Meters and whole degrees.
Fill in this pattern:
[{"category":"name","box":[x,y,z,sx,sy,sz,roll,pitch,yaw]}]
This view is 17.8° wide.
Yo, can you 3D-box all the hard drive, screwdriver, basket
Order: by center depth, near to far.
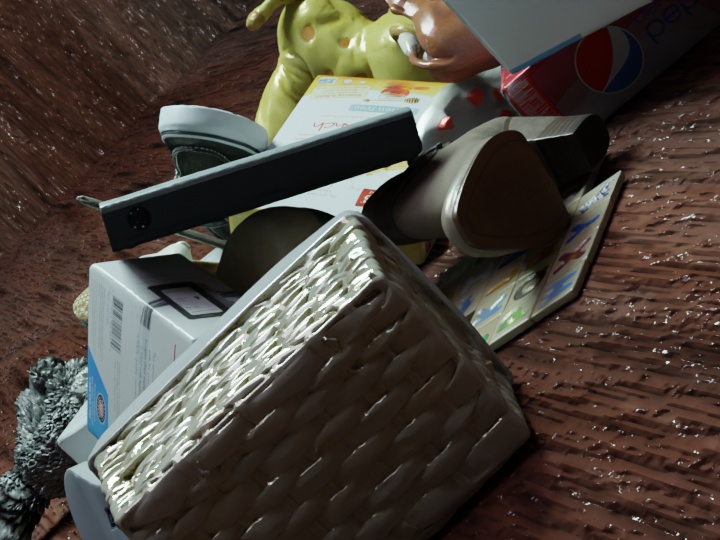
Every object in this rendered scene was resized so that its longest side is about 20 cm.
[{"category":"basket","box":[-0.025,0.090,1.172,0.200,0.136,0.123,-43,16,4]},{"category":"hard drive","box":[-0.065,-0.056,1.450,0.199,0.033,0.140,-17,2,-6]},{"category":"screwdriver","box":[-0.106,-0.023,1.636,0.029,0.199,0.028,-95,27,-64]}]

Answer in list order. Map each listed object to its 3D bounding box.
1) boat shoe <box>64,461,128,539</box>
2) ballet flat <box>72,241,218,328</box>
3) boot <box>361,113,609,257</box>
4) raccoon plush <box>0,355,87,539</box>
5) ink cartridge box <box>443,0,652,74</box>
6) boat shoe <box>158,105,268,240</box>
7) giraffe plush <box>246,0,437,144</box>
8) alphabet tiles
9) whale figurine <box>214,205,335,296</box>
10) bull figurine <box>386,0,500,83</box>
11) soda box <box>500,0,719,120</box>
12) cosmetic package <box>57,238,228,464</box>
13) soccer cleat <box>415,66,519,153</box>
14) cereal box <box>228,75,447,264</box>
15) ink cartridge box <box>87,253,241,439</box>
[{"category":"boat shoe","box":[-0.140,0.148,1.524,0.070,0.071,0.200,-19,-3,-24]},{"category":"ballet flat","box":[-0.102,0.010,1.571,0.199,0.066,0.071,1,39,7]},{"category":"boot","box":[0.059,-0.042,1.397,0.146,0.071,0.200,-16,9,38]},{"category":"raccoon plush","box":[-0.210,0.152,1.741,0.134,0.096,0.201,25,99,66]},{"category":"ink cartridge box","box":[0.137,-0.259,1.460,0.147,0.146,0.200,-24,24,53]},{"category":"boat shoe","box":[-0.100,-0.065,1.682,0.200,0.072,0.071,48,-129,-70]},{"category":"giraffe plush","box":[0.017,-0.162,1.866,0.162,0.201,0.172,9,28,32]},{"category":"alphabet tiles","box":[0.091,-0.001,1.385,0.167,0.008,0.200,-36,15,34]},{"category":"whale figurine","box":[-0.047,0.050,1.483,0.200,0.103,0.160,-60,34,40]},{"category":"bull figurine","box":[0.111,-0.187,1.600,0.199,0.065,0.121,-20,35,-24]},{"category":"soda box","box":[0.184,-0.167,1.501,0.200,0.063,0.070,-40,13,16]},{"category":"cosmetic package","box":[-0.120,0.067,1.661,0.113,0.081,0.200,-36,15,37]},{"category":"soccer cleat","box":[0.090,-0.124,1.636,0.077,0.069,0.200,-1,34,46]},{"category":"cereal box","box":[0.004,-0.076,1.653,0.143,0.040,0.200,5,33,17]},{"category":"ink cartridge box","box":[-0.099,0.074,1.394,0.068,0.117,0.200,-7,20,-27]}]
